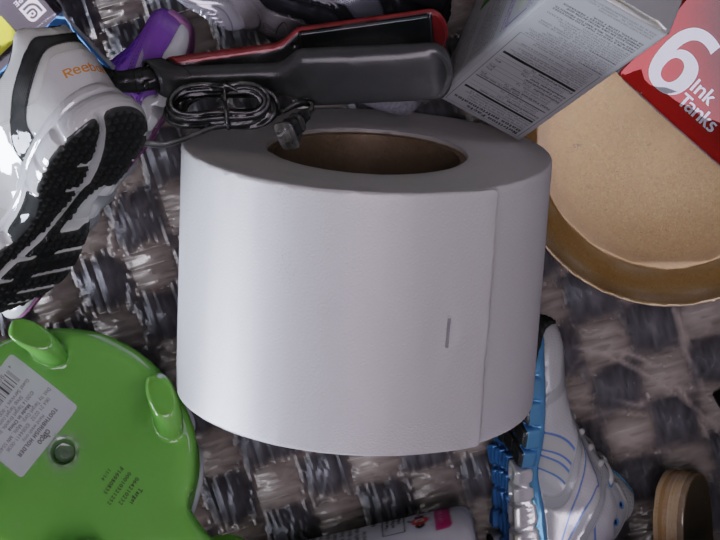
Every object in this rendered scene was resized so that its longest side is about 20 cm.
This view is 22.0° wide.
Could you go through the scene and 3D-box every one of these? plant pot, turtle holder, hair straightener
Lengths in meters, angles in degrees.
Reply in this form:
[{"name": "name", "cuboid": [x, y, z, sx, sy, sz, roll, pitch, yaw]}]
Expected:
[{"name": "plant pot", "cuboid": [0.183, -0.079, 1.076, 0.198, 0.028, 0.202, -1, 107, -2]}, {"name": "turtle holder", "cuboid": [-0.143, 0.112, 1.058, 0.183, 0.132, 0.142, 7, 76, 4]}, {"name": "hair straightener", "cuboid": [-0.049, -0.098, 0.966, 0.198, 0.077, 0.041, -3, 128, -4]}]

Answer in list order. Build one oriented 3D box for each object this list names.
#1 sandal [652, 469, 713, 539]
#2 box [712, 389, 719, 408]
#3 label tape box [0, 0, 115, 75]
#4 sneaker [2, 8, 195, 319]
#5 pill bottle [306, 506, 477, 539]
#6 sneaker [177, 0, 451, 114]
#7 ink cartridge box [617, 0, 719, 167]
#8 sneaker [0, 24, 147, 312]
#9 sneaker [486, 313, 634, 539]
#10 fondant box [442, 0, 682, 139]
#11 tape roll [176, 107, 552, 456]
[{"name": "sandal", "cuboid": [0.180, 0.226, 1.157, 0.069, 0.077, 0.214, 4, 102, 30]}, {"name": "box", "cuboid": [0.305, 0.154, 1.076, 0.086, 0.164, 0.201, -33, 104, 8]}, {"name": "label tape box", "cuboid": [-0.247, -0.142, 1.018, 0.143, 0.066, 0.200, -41, 98, 10]}, {"name": "sneaker", "cuboid": [-0.171, -0.072, 1.047, 0.088, 0.081, 0.201, 37, 103, -3]}, {"name": "pill bottle", "cuboid": [-0.019, 0.217, 1.114, 0.198, 0.113, 0.114, -13, 107, 3]}, {"name": "sneaker", "cuboid": [-0.030, -0.177, 1.020, 0.199, 0.076, 0.114, 28, 103, -15]}, {"name": "ink cartridge box", "cuboid": [0.262, -0.117, 1.009, 0.199, 0.084, 0.176, 38, 102, -11]}, {"name": "sneaker", "cuboid": [-0.180, -0.048, 0.977, 0.200, 0.073, 0.080, -49, 65, 37]}, {"name": "sneaker", "cuboid": [0.122, 0.119, 1.119, 0.086, 0.075, 0.202, -7, 110, -13]}, {"name": "fondant box", "cuboid": [0.117, -0.163, 0.938, 0.058, 0.200, 0.145, 27, 74, -10]}, {"name": "tape roll", "cuboid": [0.000, 0.000, 1.005, 0.200, 0.203, 0.141, 3, 107, -2]}]
